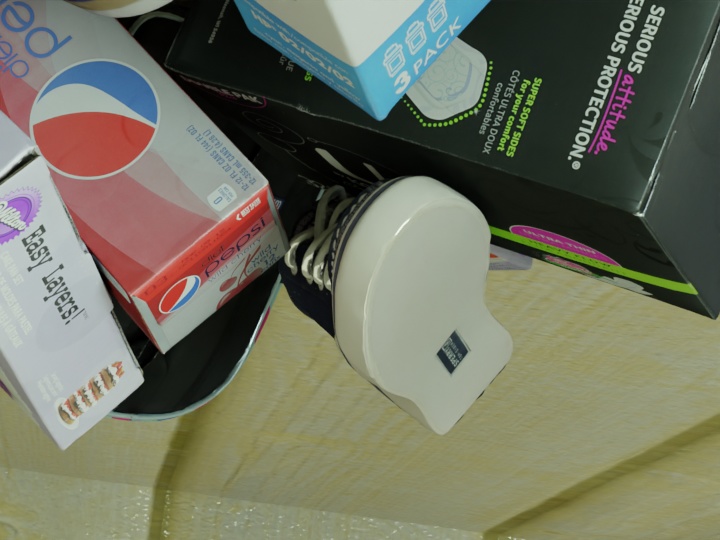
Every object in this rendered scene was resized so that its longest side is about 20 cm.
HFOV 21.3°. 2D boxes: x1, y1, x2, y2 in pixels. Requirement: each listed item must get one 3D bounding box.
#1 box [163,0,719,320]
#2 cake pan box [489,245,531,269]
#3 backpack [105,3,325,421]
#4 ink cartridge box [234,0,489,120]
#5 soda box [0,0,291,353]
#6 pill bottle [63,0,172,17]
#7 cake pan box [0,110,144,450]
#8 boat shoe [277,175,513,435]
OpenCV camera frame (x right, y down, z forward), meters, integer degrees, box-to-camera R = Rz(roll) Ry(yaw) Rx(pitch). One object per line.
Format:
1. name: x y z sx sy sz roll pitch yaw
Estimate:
1. box: 0.057 -0.082 0.744 0.199 0.125 0.148 20 172 26
2. cake pan box: -0.021 -0.037 1.130 0.199 0.053 0.184 0 168 26
3. backpack: -0.118 -0.031 0.969 0.177 0.201 0.150 20 180 -45
4. ink cartridge box: 0.000 -0.146 0.574 0.068 0.115 0.200 37 170 24
5. soda box: -0.116 -0.067 0.744 0.200 0.070 0.063 46 169 20
6. pill bottle: -0.132 -0.169 0.605 0.119 0.120 0.199 -7 159 43
7. cake pan box: -0.170 -0.041 0.714 0.184 0.052 0.200 41 164 20
8. boat shoe: 0.000 0.000 0.757 0.093 0.075 0.200 38 168 21
